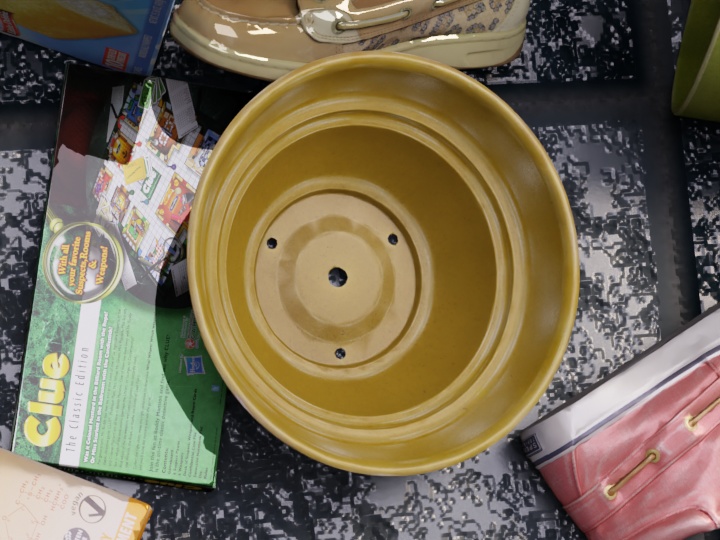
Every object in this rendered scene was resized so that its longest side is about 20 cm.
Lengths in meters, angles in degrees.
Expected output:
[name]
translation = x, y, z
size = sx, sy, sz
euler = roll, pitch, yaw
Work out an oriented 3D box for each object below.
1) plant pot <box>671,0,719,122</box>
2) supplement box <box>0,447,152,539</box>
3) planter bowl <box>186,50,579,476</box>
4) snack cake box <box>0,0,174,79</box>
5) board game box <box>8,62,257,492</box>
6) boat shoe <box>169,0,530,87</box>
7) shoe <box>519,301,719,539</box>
[plant pot]
translation = 0.277, -0.140, 1.157
size = 0.198, 0.187, 0.189
euler = 16, 77, 1
[supplement box]
translation = -0.212, 0.136, 1.090
size = 0.199, 0.074, 0.127
euler = 21, 76, -5
[planter bowl]
translation = 0.000, 0.000, 1.141
size = 0.199, 0.083, 0.202
euler = 2, 83, -20
[snack cake box]
translation = -0.136, -0.161, 1.094
size = 0.114, 0.200, 0.068
euler = 16, 78, -6
[board game box]
translation = -0.110, 0.003, 1.160
size = 0.104, 0.023, 0.202
euler = 10, 77, -10
[boat shoe]
translation = -0.002, -0.136, 1.154
size = 0.199, 0.063, 0.073
euler = -9, 38, -33
[shoe]
translation = 0.184, 0.070, 1.178
size = 0.199, 0.071, 0.091
euler = -32, 87, -9
